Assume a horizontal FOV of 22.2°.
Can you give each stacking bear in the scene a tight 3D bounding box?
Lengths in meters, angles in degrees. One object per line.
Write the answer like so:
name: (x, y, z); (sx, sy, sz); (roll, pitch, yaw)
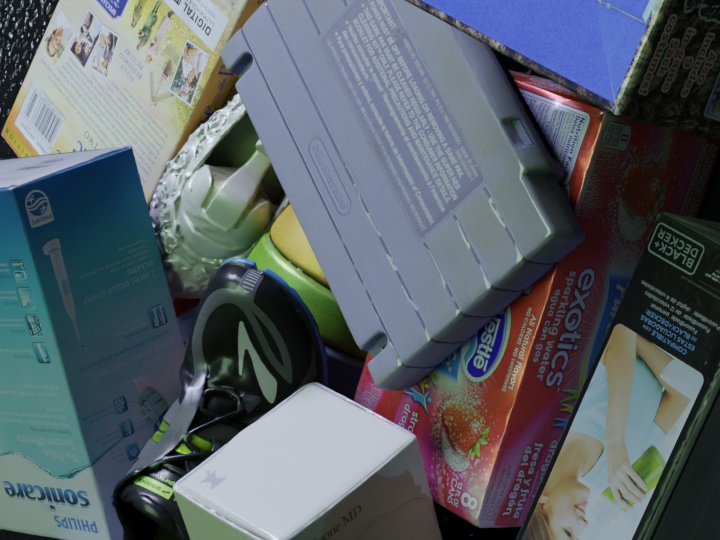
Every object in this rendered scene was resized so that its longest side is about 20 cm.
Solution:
stacking bear: (0.000, 0.000, 0.953); (0.121, 0.113, 0.201); (40, 108, 44)

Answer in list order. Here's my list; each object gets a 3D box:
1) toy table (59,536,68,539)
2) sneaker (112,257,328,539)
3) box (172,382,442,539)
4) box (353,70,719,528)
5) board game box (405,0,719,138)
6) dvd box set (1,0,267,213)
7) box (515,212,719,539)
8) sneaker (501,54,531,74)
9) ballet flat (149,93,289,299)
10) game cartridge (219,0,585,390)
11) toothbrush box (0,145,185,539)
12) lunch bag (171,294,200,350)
toy table: (-0.115, 0.219, 1.003); (0.183, 0.200, 0.118); (16, 103, 6)
sneaker: (-0.071, 0.093, 0.882); (0.070, 0.083, 0.201); (21, 104, 18)
box: (-0.010, 0.165, 0.877); (0.078, 0.095, 0.201); (23, 139, 43)
box: (0.080, 0.012, 0.872); (0.100, 0.095, 0.201); (26, 103, 44)
board game box: (0.132, -0.124, 0.763); (0.159, 0.199, 0.097); (36, 111, 43)
dvd box set: (-0.125, -0.118, 1.035); (0.146, 0.029, 0.201); (46, 119, 36)
box: (0.141, 0.082, 0.789); (0.060, 0.116, 0.201); (34, 108, 40)
sneaker: (0.022, -0.171, 0.909); (0.200, 0.074, 0.085); (43, 137, 6)
ballet flat: (-0.053, -0.063, 0.965); (0.200, 0.072, 0.072); (-53, 51, 16)
game cartridge: (0.016, -0.063, 0.849); (0.130, 0.038, 0.201); (-40, 63, 30)
toothbrush box: (-0.173, 0.041, 1.014); (0.146, 0.085, 0.201); (-2, 105, 47)
lunch bag: (-0.132, 0.000, 1.109); (0.199, 0.075, 0.161); (-2, 81, 44)
